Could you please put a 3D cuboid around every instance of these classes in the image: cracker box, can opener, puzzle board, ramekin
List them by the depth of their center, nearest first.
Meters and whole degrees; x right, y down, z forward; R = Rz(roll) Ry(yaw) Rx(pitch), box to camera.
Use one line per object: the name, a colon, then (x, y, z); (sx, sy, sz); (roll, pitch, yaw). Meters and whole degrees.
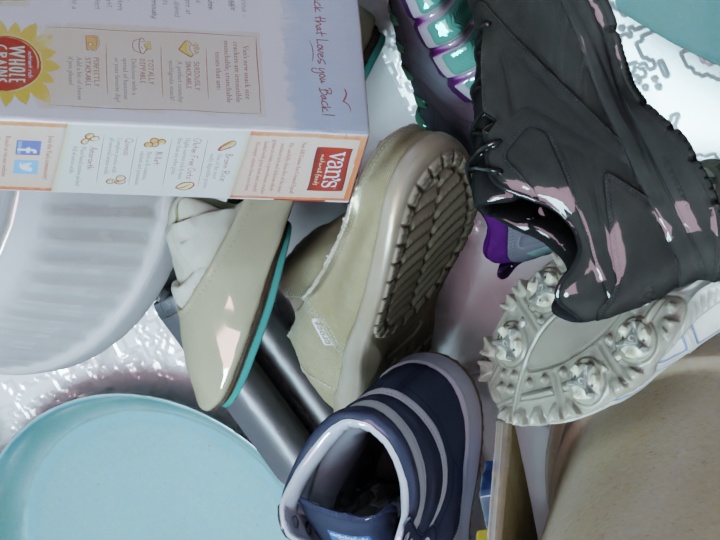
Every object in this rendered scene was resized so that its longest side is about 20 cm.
cracker box: (-0.100, -0.102, 1.301); (0.199, 0.135, 0.058); (2, 147, -10)
puzzle board: (0.073, 0.192, 1.378); (0.017, 0.151, 0.201); (-4, 132, 12)
ramekin: (-0.186, -0.049, 1.398); (0.199, 0.105, 0.202); (1, 92, 34)
can opener: (-0.080, 0.017, 1.466); (0.200, 0.053, 0.067); (55, 152, -7)

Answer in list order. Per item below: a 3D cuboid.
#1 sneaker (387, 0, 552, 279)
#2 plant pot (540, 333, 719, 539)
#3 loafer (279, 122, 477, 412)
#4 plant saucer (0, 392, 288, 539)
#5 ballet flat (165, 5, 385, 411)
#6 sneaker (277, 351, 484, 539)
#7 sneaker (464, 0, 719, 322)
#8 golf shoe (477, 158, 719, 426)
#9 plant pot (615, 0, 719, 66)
sneaker: (0.038, -0.086, 1.354); (0.087, 0.074, 0.201); (-28, 100, 35)
plant pot: (0.153, 0.142, 1.339); (0.199, 0.184, 0.202); (8, 114, 18)
loafer: (0.000, 0.000, 1.377); (0.068, 0.076, 0.200); (37, 144, 17)
plant saucer: (-0.102, 0.150, 1.535); (0.199, 0.027, 0.201); (9, 115, 19)
ballet flat: (-0.053, -0.037, 1.367); (0.069, 0.069, 0.201); (20, 79, 13)
sneaker: (0.013, 0.145, 1.356); (0.070, 0.108, 0.201); (3, 101, 23)
sneaker: (0.076, -0.069, 1.264); (0.090, 0.076, 0.201); (-27, 72, -5)
golf shoe: (0.147, 0.013, 1.337); (0.200, 0.097, 0.079); (-35, 59, 26)
plant pot: (0.212, -0.147, 1.222); (0.199, 0.141, 0.142); (12, 116, 23)
